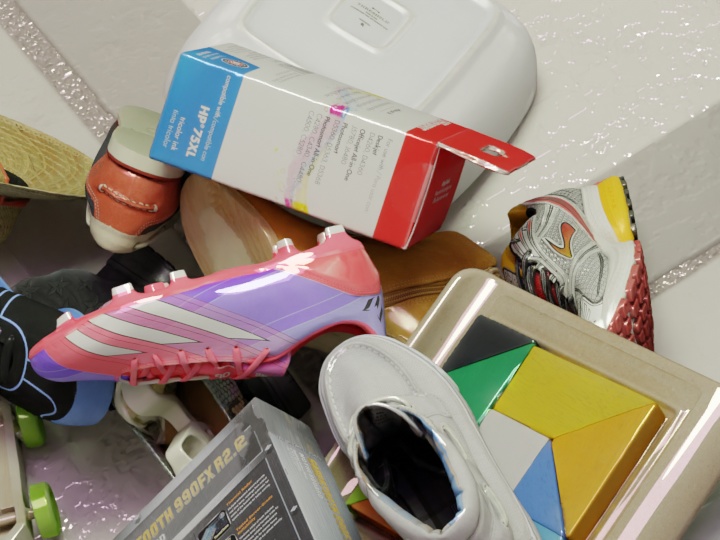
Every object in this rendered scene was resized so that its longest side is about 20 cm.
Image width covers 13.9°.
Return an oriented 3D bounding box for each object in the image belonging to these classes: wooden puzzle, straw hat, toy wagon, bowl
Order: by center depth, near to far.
[{"bbox_3d":[0.081,0.104,1.578,0.200,0.037,0.185,27,76,34],"label":"wooden puzzle"},{"bbox_3d":[-0.262,0.117,1.752,0.155,0.040,0.200,-14,49,0],"label":"toy wagon"},{"bbox_3d":[0.001,-0.133,1.835,0.200,0.075,0.200,32,53,11],"label":"bowl"},{"bbox_3d":[-0.258,-0.046,1.842,0.201,0.201,0.085,27,102,29],"label":"straw hat"}]

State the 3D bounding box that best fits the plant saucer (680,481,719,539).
[{"bbox_3d":[0.152,0.115,1.624,0.200,0.050,0.200,-1,33,1],"label":"plant saucer"}]

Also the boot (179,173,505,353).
[{"bbox_3d":[0.001,0.000,1.744,0.201,0.071,0.144,47,46,16],"label":"boot"}]

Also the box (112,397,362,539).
[{"bbox_3d":[-0.085,0.190,1.574,0.200,0.048,0.158,-45,39,15],"label":"box"}]

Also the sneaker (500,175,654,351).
[{"bbox_3d":[0.126,0.013,1.711,0.082,0.078,0.200,-9,24,2],"label":"sneaker"}]

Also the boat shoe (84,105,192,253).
[{"bbox_3d":[-0.128,-0.057,1.806,0.071,0.063,0.200,19,12,0],"label":"boat shoe"}]

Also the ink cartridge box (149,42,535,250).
[{"bbox_3d":[-0.008,-0.067,1.704,0.200,0.116,0.067,20,101,9],"label":"ink cartridge box"}]

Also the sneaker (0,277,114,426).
[{"bbox_3d":[-0.224,0.039,1.726,0.078,0.070,0.200,0,19,-41],"label":"sneaker"}]

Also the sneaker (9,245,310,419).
[{"bbox_3d":[-0.129,0.054,1.765,0.104,0.060,0.200,-45,62,-9],"label":"sneaker"}]

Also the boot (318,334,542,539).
[{"bbox_3d":[0.023,0.086,1.540,0.074,0.096,0.200,-41,49,1],"label":"boot"}]

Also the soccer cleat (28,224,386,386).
[{"bbox_3d":[-0.083,0.035,1.639,0.200,0.067,0.077,-18,85,-8],"label":"soccer cleat"}]

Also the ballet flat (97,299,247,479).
[{"bbox_3d":[-0.097,0.093,1.679,0.069,0.071,0.200,-44,74,19],"label":"ballet flat"}]
